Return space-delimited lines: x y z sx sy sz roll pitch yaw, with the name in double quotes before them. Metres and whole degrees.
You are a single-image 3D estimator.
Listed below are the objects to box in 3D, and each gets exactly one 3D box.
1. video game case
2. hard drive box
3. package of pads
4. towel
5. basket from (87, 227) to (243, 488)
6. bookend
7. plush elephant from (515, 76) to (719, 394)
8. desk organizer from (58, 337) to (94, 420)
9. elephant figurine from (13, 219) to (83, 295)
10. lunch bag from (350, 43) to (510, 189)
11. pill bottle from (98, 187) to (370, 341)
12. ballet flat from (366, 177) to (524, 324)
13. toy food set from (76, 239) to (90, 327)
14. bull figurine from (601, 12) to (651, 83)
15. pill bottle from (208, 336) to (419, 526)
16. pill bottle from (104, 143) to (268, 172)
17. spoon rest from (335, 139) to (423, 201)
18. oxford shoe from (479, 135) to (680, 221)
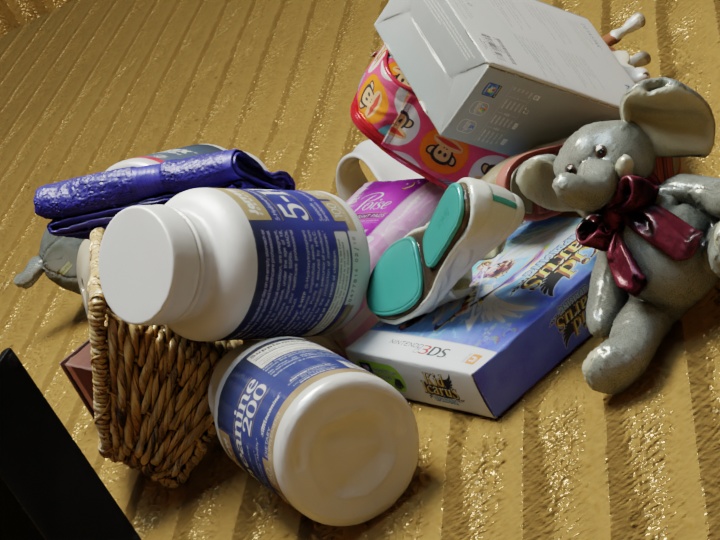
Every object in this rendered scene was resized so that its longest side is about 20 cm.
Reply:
"video game case" 0.112 0.029 1.559 0.200 0.046 0.181 -39 23 -24
"hard drive box" 0.132 -0.165 1.671 0.077 0.199 0.156 -55 41 27
"package of pads" 0.000 0.000 1.732 0.120 0.076 0.200 0 35 47
"towel" -0.169 -0.058 1.744 0.199 0.050 0.148 -9 -11 19
"basket" -0.192 0.077 1.649 0.143 0.149 0.200 -57 17 13
"bookend" -0.307 0.188 1.529 0.199 0.199 0.092 -19 25 28
"plush elephant" 0.195 -0.044 1.425 0.165 0.155 0.200 -46 3 30
"desk organizer" -0.170 0.057 1.836 0.200 0.072 0.077 -41 26 -27
"elephant figurine" -0.249 -0.044 2.135 0.200 0.155 0.142 -52 -15 -67
"lunch bag" 0.098 -0.141 1.756 0.082 0.199 0.176 -56 6 32
"pill bottle" -0.099 -0.005 1.556 0.119 0.120 0.199 -9 -6 43
"ballet flat" 0.068 -0.008 1.523 0.069 0.069 0.200 -44 -3 -33
"toy food set" -0.162 -0.009 1.818 0.199 0.061 0.144 -20 24 -5
"bull figurine" 0.208 -0.177 1.852 0.121 0.065 0.200 -36 10 -34
"pill bottle" -0.044 0.111 1.481 0.111 0.111 0.200 -35 21 -14
"pill bottle" -0.172 -0.064 1.994 0.119 0.120 0.200 -18 1 28
"spoon rest" 0.041 -0.097 1.924 0.099 0.061 0.200 -42 23 -30
"oxford shoe" 0.175 -0.082 1.626 0.199 0.071 0.075 -9 2 -34
